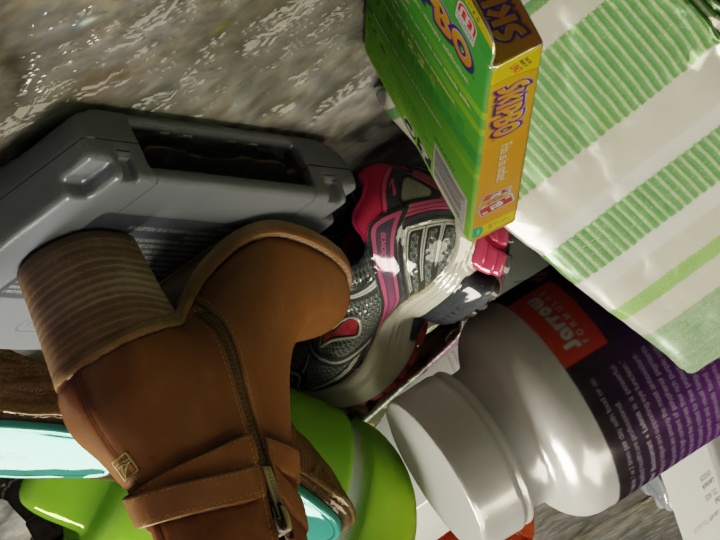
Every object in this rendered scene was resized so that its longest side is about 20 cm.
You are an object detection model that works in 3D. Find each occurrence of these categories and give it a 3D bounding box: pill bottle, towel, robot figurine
[{"bbox_3d":[0.116,0.045,1.360,0.200,0.112,0.111,-32,165,-14],"label":"pill bottle"},{"bbox_3d":[0.123,-0.052,1.231,0.200,0.023,0.152,37,126,-21],"label":"towel"},{"bbox_3d":[-0.061,0.106,1.370,0.200,0.175,0.116,22,103,-19],"label":"robot figurine"}]

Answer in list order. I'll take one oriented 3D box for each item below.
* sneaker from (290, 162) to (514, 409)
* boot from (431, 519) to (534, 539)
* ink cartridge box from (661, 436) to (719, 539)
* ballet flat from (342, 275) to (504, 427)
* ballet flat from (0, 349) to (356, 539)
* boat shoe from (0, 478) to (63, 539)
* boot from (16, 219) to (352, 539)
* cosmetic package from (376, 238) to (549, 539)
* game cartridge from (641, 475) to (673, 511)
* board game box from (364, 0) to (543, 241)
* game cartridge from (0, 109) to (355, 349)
[{"bbox_3d":[0.000,0.000,1.354,0.075,0.081,0.200,16,149,-19],"label":"sneaker"},{"bbox_3d":[0.066,0.122,1.602,0.075,0.200,0.107,4,145,-25],"label":"boot"},{"bbox_3d":[0.217,0.046,1.482,0.144,0.200,0.084,-13,164,-16],"label":"ink cartridge box"},{"bbox_3d":[-0.007,0.051,1.468,0.200,0.069,0.071,-42,179,32],"label":"ballet flat"},{"bbox_3d":[-0.092,0.066,1.275,0.199,0.072,0.068,9,141,12],"label":"ballet flat"},{"bbox_3d":[-0.122,0.113,1.506,0.072,0.060,0.202,-32,162,20],"label":"boat shoe"},{"bbox_3d":[-0.044,0.060,1.184,0.077,0.156,0.200,-34,162,23],"label":"boot"},{"bbox_3d":[0.032,0.074,1.539,0.200,0.113,0.081,-37,160,34],"label":"cosmetic package"},{"bbox_3d":[0.181,0.052,1.603,0.133,0.200,0.041,-20,123,-14],"label":"game cartridge"},{"bbox_3d":[0.032,-0.087,1.085,0.030,0.096,0.200,-26,163,-6],"label":"board game box"},{"bbox_3d":[-0.103,-0.013,1.209,0.133,0.042,0.200,-30,163,26],"label":"game cartridge"}]
